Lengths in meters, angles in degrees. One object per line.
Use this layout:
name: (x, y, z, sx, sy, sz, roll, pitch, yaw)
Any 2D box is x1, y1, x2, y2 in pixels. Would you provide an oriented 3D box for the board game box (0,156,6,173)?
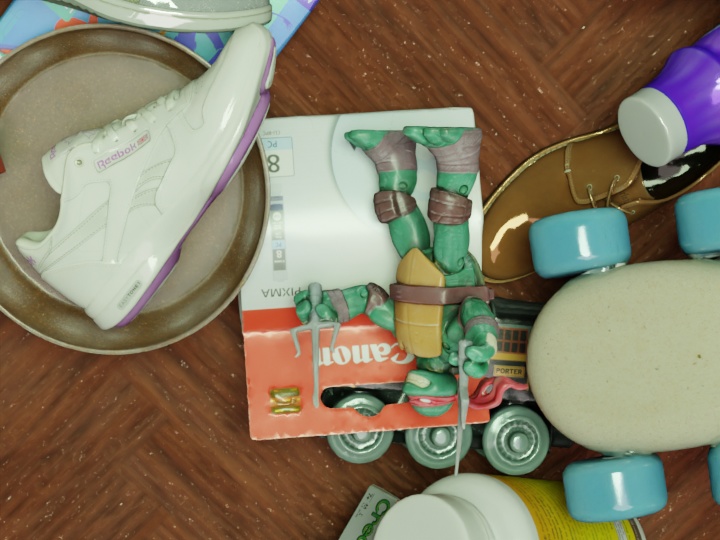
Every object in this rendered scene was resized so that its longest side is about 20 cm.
board game box: (-0.288, -0.137, 0.909, 0.102, 0.019, 0.202, -19, 89, 18)

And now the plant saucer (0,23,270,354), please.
plant saucer: (-0.153, -0.050, 0.930, 0.198, 0.035, 0.202, 0, 101, 1)

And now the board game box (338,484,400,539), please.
board game box: (0.001, 0.261, 1.033, 0.126, 0.034, 0.201, 39, 77, -41)

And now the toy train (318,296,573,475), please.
toy train: (0.052, 0.072, 1.023, 0.198, 0.085, 0.115, 5, 92, -5)

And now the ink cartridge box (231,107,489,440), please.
ink cartridge box: (0.000, 0.000, 0.968, 0.158, 0.047, 0.202, -3, 77, -6)

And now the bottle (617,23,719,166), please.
bottle: (0.249, -0.131, 0.952, 0.199, 0.084, 0.066, -31, 84, -21)

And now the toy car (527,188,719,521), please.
toy car: (0.210, 0.053, 0.985, 0.175, 0.200, 0.186, -9, 85, 18)

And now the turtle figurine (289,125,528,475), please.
turtle figurine: (0.033, 0.016, 0.914, 0.149, 0.100, 0.202, 1, 92, 35)

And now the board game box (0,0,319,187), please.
board game box: (-0.144, -0.140, 0.956, 0.152, 0.045, 0.200, 36, 99, -14)

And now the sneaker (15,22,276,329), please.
sneaker: (-0.123, -0.064, 0.871, 0.099, 0.075, 0.201, 34, 100, -7)

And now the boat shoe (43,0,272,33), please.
boat shoe: (-0.146, -0.185, 0.885, 0.200, 0.074, 0.065, 15, 107, -2)

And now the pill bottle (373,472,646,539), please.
pill bottle: (0.098, 0.190, 0.995, 0.199, 0.109, 0.110, 15, 107, -49)

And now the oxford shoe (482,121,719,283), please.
oxford shoe: (0.156, -0.053, 1.003, 0.199, 0.071, 0.072, -33, 108, 5)
